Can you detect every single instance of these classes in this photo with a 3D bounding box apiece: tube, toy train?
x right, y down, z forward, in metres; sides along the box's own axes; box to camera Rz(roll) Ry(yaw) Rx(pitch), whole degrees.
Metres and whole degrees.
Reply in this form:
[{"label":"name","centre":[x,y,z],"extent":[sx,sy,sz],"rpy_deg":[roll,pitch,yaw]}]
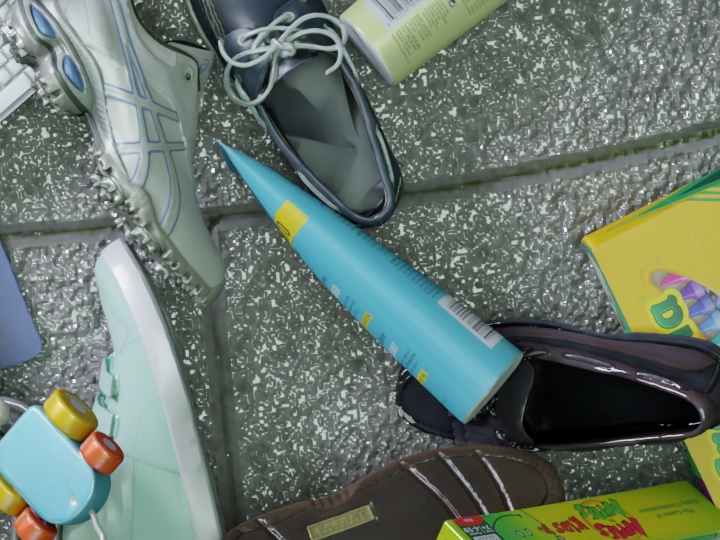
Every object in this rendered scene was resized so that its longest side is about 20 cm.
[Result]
[{"label":"tube","centre":[0.080,-0.184,1.471],"extent":[0.200,0.052,0.058],"rpy_deg":[-40,131,-4]},{"label":"toy train","centre":[-0.211,0.130,1.415],"extent":[0.199,0.056,0.151],"rpy_deg":[3,86,22]},{"label":"tube","centre":[0.000,0.000,1.436],"extent":[0.200,0.077,0.050],"rpy_deg":[41,79,9]}]

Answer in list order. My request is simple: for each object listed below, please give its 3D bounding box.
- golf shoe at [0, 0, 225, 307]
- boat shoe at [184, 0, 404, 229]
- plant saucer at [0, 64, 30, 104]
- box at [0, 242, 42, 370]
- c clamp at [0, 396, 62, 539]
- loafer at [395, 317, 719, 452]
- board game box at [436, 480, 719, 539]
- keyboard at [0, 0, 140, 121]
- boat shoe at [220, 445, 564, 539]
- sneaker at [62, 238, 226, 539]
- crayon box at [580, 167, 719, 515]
[{"label":"golf shoe","centre":[-0.110,-0.079,1.419],"extent":[0.097,0.078,0.201],"rpy_deg":[-32,107,-12]},{"label":"boat shoe","centre":[-0.039,-0.111,1.457],"extent":[0.075,0.062,0.201],"rpy_deg":[-27,98,-3]},{"label":"plant saucer","centre":[-0.269,-0.164,1.444],"extent":[0.199,0.035,0.201],"rpy_deg":[-1,95,-6]},{"label":"box","centre":[-0.292,0.031,1.465],"extent":[0.199,0.032,0.122],"rpy_deg":[-22,97,-4]},{"label":"c clamp","centre":[-0.242,0.166,1.458],"extent":[0.170,0.027,0.201],"rpy_deg":[7,86,25]},{"label":"loafer","centre":[0.109,0.068,1.455],"extent":[0.199,0.063,0.072],"rpy_deg":[-2,107,18]},{"label":"board game box","centre":[0.111,0.179,1.434],"extent":[0.199,0.048,0.102],"rpy_deg":[-4,127,-44]},{"label":"keyboard","centre":[-0.186,-0.129,1.432],"extent":[0.200,0.011,0.056],"rpy_deg":[-41,99,-1]},{"label":"boat shoe","centre":[0.017,0.153,1.461],"extent":[0.199,0.076,0.072],"rpy_deg":[-13,57,-1]},{"label":"sneaker","centre":[-0.151,0.089,1.462],"extent":[0.118,0.074,0.201],"rpy_deg":[-13,96,-1]},{"label":"crayon box","centre":[0.247,0.035,1.499],"extent":[0.172,0.058,0.201],"rpy_deg":[-27,97,-2]}]
